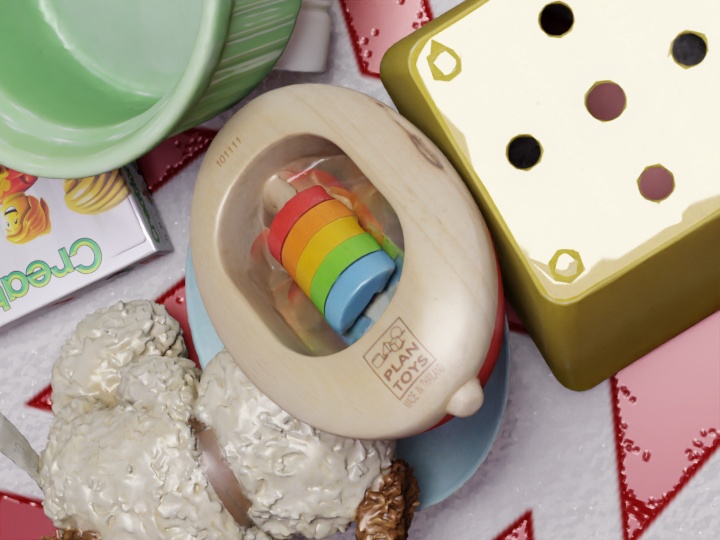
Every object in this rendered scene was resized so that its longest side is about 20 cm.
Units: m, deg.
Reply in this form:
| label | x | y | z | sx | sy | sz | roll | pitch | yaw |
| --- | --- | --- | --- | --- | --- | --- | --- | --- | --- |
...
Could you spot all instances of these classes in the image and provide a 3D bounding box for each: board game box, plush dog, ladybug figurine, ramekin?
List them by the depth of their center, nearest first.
| label | x | y | z | sx | sy | sz | roll | pitch | yaw |
| --- | --- | --- | --- | --- | --- | --- | --- | --- | --- |
| ladybug figurine | 0.000 | 0.000 | 0.988 | 0.136 | 0.072 | 0.200 | -47 | 53 | 15 |
| ramekin | -0.121 | -0.149 | 1.014 | 0.199 | 0.098 | 0.201 | 9 | 107 | 31 |
| plush dog | -0.064 | 0.090 | 1.061 | 0.171 | 0.160 | 0.200 | -30 | 86 | 17 |
| board game box | -0.215 | -0.026 | 1.165 | 0.199 | 0.035 | 0.127 | -26 | 85 | 10 |

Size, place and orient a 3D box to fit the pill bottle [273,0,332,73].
| label | x | y | z | sx | sy | sz | roll | pitch | yaw |
| --- | --- | --- | --- | --- | --- | --- | --- | --- | --- |
| pill bottle | -0.051 | -0.202 | 1.090 | 0.114 | 0.114 | 0.201 | 7 | 96 | 12 |

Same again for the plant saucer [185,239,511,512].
| label | x | y | z | sx | sy | sz | roll | pitch | yaw |
| --- | --- | --- | --- | --- | --- | --- | --- | --- | --- |
| plant saucer | 0.000 | 0.022 | 1.092 | 0.200 | 0.039 | 0.202 | 14 | 113 | 34 |

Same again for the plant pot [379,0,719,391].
| label | x | y | z | sx | sy | sz | roll | pitch | yaw |
| --- | --- | --- | --- | --- | --- | --- | --- | --- | --- |
| plant pot | 0.122 | -0.072 | 1.023 | 0.200 | 0.176 | 0.200 | -32 | 83 | 10 |
